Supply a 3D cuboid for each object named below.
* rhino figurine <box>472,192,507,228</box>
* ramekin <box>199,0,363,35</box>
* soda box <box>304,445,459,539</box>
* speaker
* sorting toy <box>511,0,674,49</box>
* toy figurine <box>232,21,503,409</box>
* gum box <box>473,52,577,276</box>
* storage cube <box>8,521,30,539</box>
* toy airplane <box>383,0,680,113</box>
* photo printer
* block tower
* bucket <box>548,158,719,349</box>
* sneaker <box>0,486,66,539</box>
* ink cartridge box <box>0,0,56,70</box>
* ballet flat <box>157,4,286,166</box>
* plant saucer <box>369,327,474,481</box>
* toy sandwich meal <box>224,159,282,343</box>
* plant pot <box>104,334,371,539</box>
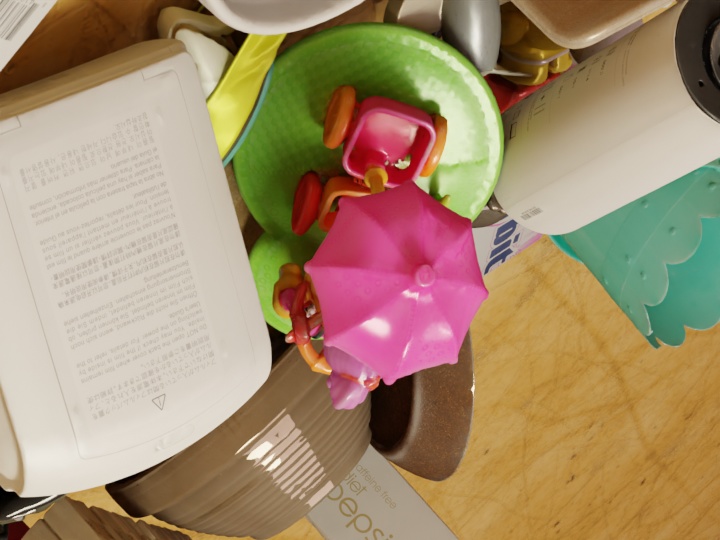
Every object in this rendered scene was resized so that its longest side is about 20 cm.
[{"bbox_3d":[0.049,-0.051,1.325,0.199,0.060,0.087,-14,180,-40],"label":"rhino figurine"},{"bbox_3d":[-0.026,-0.217,1.023,0.200,0.105,0.201,-36,155,-19],"label":"ramekin"},{"bbox_3d":[-0.010,0.151,1.558,0.068,0.200,0.064,-41,156,-6],"label":"soda box"},{"bbox_3d":[0.145,-0.082,1.188,0.081,0.082,0.200,-30,180,-30],"label":"speaker"},{"bbox_3d":[0.109,-0.199,1.151,0.184,0.200,0.037,-29,150,-31],"label":"sorting toy"},{"bbox_3d":[0.000,0.000,1.167,0.149,0.185,0.201,17,119,-13],"label":"toy figurine"},{"bbox_3d":[0.089,-0.076,1.503,0.113,0.066,0.201,-31,154,-26],"label":"gum box"},{"bbox_3d":[-0.253,0.244,1.308,0.171,0.200,0.180,-49,171,12],"label":"storage cube"},{"bbox_3d":[0.113,-0.174,1.279,0.200,0.141,0.199,-45,157,4],"label":"toy airplane"},{"bbox_3d":[-0.134,0.004,1.124,0.166,0.069,0.201,-25,108,-31],"label":"photo printer"},{"bbox_3d":[-0.137,0.182,1.334,0.054,0.058,0.200,-46,157,2],"label":"block tower"},{"bbox_3d":[0.243,-0.057,1.704,0.207,0.135,0.208,-36,155,-19],"label":"bucket"},{"bbox_3d":[-0.199,0.107,1.286,0.076,0.114,0.199,-42,159,1],"label":"sneaker"},{"bbox_3d":[-0.216,-0.110,0.916,0.200,0.088,0.145,-51,156,12],"label":"ink cartridge box"},{"bbox_3d":[-0.066,-0.136,1.168,0.067,0.067,0.201,17,116,-40],"label":"ballet flat"},{"bbox_3d":[0.019,0.038,1.440,0.034,0.201,0.201,-10,146,-19],"label":"plant saucer"},{"bbox_3d":[-0.084,-0.019,1.327,0.205,0.070,0.206,-43,153,-28],"label":"toy sandwich meal"},{"bbox_3d":[-0.058,0.102,1.422,0.201,0.093,0.201,-41,-170,8],"label":"plant pot"}]
